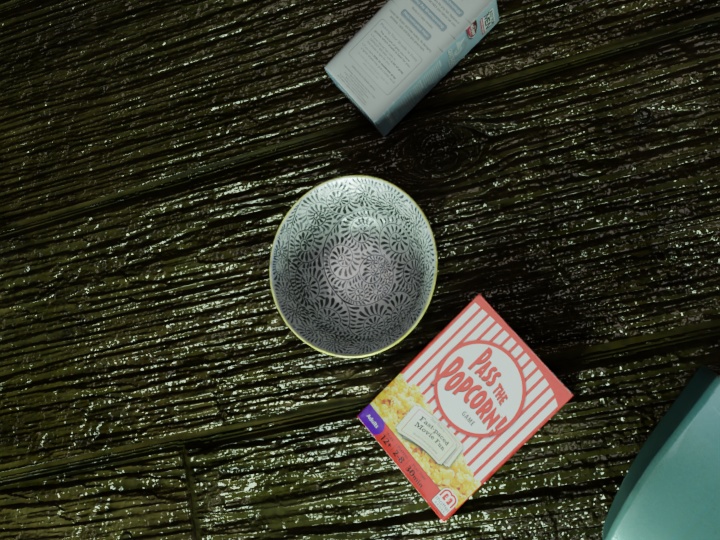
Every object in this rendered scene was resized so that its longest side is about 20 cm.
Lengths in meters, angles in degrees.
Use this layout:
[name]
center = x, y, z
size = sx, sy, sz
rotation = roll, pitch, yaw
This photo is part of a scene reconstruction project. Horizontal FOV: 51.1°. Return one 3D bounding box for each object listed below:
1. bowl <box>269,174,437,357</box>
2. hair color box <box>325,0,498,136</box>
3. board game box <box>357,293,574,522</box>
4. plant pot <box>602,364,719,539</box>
[bowl]
center = 0.000, 0.000, 0.880
size = 0.196, 0.094, 0.206
rotation = -2, 81, 14
[hair color box]
center = 0.063, -0.276, 0.914
size = 0.200, 0.061, 0.099
rotation = -44, 74, 6
[board game box]
center = 0.117, 0.152, 0.851
size = 0.200, 0.046, 0.152
rotation = -45, 74, 4
[plant pot]
center = 0.334, 0.220, 0.739
size = 0.141, 0.141, 0.201
rotation = 41, 101, 17
